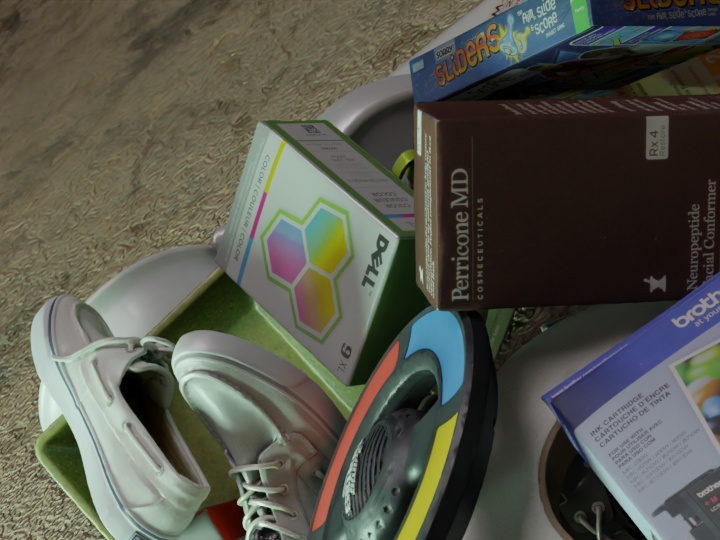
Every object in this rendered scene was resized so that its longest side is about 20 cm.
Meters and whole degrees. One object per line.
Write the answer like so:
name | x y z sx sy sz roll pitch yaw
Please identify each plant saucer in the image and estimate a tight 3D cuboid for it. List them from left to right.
plant saucer | -0.078 0.122 1.085 0.200 0.200 0.048 -43 -12 -3

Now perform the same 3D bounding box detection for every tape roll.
tape roll | 0.144 0.105 0.821 0.201 0.037 0.204 -11 53 15

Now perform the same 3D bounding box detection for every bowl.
bowl | -0.124 0.090 1.187 0.201 0.201 0.090 -44 51 -5

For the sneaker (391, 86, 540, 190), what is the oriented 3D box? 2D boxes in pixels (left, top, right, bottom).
sneaker | 0.115 -0.078 1.037 0.199 0.083 0.072 -21 41 -18

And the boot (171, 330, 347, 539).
boot | -0.045 0.128 0.963 0.073 0.200 0.096 -22 35 43

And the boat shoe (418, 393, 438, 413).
boat shoe | 0.048 0.139 0.968 0.060 0.074 0.200 -29 20 36

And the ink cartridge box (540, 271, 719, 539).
ink cartridge box | 0.169 0.073 0.745 0.119 0.042 0.200 -35 37 -1

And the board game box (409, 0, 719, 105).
board game box | 0.136 -0.139 1.015 0.135 0.035 0.200 -5 -6 -29

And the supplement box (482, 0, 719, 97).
supplement box | 0.193 -0.157 1.155 0.199 0.126 0.074 -12 39 48

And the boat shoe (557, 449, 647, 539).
boat shoe | 0.152 0.105 0.873 0.200 0.067 0.057 -42 21 -7

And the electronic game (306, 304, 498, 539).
electronic game | 0.015 0.110 0.857 0.201 0.041 0.200 -60 16 29

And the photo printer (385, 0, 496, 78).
photo printer | 0.112 -0.161 1.341 0.200 0.069 0.167 -36 26 13

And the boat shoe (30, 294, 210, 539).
boat shoe | -0.138 0.071 1.005 0.086 0.074 0.202 -45 45 16

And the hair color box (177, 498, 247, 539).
hair color box | -0.137 0.239 1.019 0.199 0.102 0.061 -35 -10 12

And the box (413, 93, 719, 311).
box | 0.130 -0.038 0.855 0.198 0.101 0.075 -3 13 -5

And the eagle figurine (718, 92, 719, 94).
eagle figurine | 0.228 -0.065 0.967 0.199 0.151 0.152 -13 58 38

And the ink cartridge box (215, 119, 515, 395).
ink cartridge box | 0.000 0.000 0.993 0.200 0.059 0.104 41 123 38

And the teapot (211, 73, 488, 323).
teapot | 0.033 -0.045 1.160 0.198 0.199 0.146 -58 14 -5
